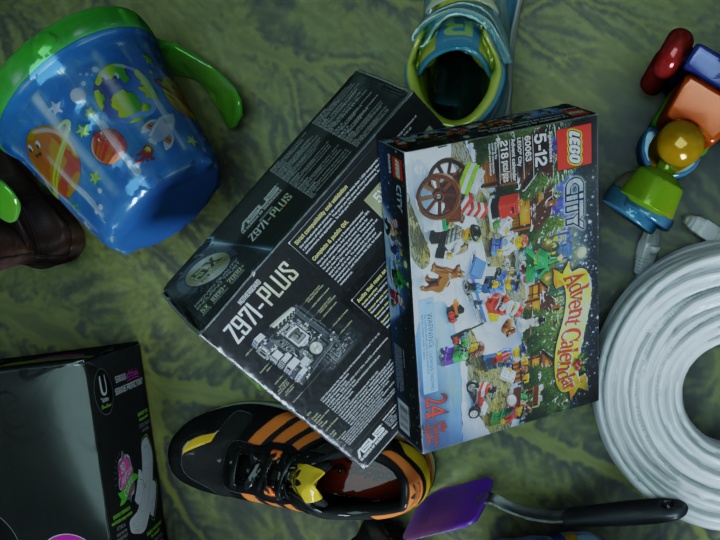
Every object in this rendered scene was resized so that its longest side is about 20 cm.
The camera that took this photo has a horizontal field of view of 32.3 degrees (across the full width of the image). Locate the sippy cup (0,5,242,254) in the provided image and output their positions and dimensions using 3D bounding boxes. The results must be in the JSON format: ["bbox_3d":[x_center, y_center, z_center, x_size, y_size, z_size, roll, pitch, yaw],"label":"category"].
[{"bbox_3d":[-0.168,-0.089,0.859,0.178,0.140,0.130,-39,76,-1],"label":"sippy cup"}]

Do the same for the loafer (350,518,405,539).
[{"bbox_3d":[0.037,0.272,0.890,0.071,0.073,0.201,-26,89,7],"label":"loafer"}]

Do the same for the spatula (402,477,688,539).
[{"bbox_3d":[0.125,0.165,0.858,0.199,0.057,0.021,-4,117,24],"label":"spatula"}]

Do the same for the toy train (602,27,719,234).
[{"bbox_3d":[0.204,-0.084,0.779,0.084,0.200,0.116,31,94,6],"label":"toy train"}]

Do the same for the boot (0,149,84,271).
[{"bbox_3d":[-0.296,-0.061,0.859,0.186,0.200,0.064,36,101,6],"label":"boot"}]

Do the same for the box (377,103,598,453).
[{"bbox_3d":[0.086,0.004,0.792,0.136,0.038,0.201,-13,113,-21],"label":"box"}]

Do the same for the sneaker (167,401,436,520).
[{"bbox_3d":[-0.048,0.138,0.887,0.199,0.090,0.070,5,94,8],"label":"sneaker"}]

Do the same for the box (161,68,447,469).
[{"bbox_3d":[0.000,0.000,0.822,0.200,0.086,0.164,-49,121,-3],"label":"box"}]

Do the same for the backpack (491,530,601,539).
[{"bbox_3d":[0.160,0.261,0.826,0.134,0.183,0.201,-21,78,1],"label":"backpack"}]

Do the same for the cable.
[{"bbox_3d":[0.258,0.079,0.848,0.199,0.069,0.201,21,96,7],"label":"cable"}]

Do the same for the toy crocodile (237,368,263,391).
[{"bbox_3d":[-0.038,-0.008,0.897,0.067,0.062,0.201,31,101,46],"label":"toy crocodile"}]

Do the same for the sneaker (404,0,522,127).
[{"bbox_3d":[0.071,-0.181,0.833,0.079,0.131,0.201,-2,92,10],"label":"sneaker"}]

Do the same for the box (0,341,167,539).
[{"bbox_3d":[-0.232,0.163,0.900,0.148,0.124,0.201,-7,91,8],"label":"box"}]
